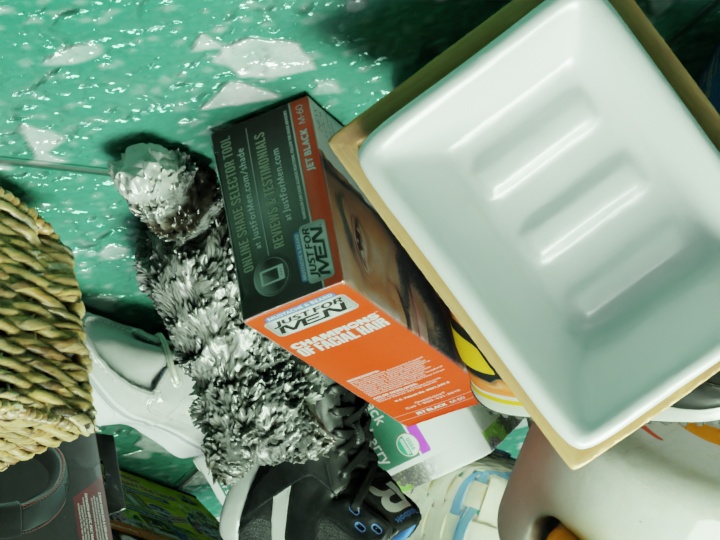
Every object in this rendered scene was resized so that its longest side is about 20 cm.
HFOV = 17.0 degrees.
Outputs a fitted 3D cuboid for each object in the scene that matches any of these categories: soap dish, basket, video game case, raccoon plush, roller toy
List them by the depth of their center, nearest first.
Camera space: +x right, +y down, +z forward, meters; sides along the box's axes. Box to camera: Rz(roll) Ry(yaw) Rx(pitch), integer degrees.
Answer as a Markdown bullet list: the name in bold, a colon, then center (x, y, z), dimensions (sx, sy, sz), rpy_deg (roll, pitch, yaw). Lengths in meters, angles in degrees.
- **soap dish**: center (0.106, -0.030, 1.156), dimensions (0.157, 0.200, 0.081), rpy_deg (-36, -176, 10)
- **basket**: center (-0.253, 0.028, 1.211), dimensions (0.149, 0.143, 0.200), rpy_deg (-25, 155, 29)
- **raccoon plush**: center (-0.086, 0.033, 1.293), dimensions (0.097, 0.134, 0.200), rpy_deg (-21, 153, 24)
- **roller toy**: center (0.176, 0.134, 1.360), dimensions (0.182, 0.200, 0.140), rpy_deg (12, 118, -15)
- **video game case**: center (-0.123, 0.186, 1.569), dimensions (0.026, 0.181, 0.200), rpy_deg (-54, 143, 6)
- **basket**: center (0.059, 0.196, 1.575), dimensions (0.139, 0.177, 0.200), rpy_deg (20, 175, -28)

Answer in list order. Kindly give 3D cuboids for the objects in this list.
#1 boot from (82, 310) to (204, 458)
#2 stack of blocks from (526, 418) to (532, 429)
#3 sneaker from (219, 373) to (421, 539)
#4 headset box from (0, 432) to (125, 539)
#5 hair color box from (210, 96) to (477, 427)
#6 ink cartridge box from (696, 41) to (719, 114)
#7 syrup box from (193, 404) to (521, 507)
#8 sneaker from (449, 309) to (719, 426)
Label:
- **boot**: center (-0.107, 0.051, 1.419), dimensions (0.095, 0.074, 0.200), rpy_deg (-27, 157, 13)
- **stack of blocks**: center (0.160, 0.030, 1.473), dimensions (0.115, 0.059, 0.200), rpy_deg (-9, 155, -5)
- **sneaker**: center (-0.004, 0.099, 1.411), dimensions (0.073, 0.112, 0.201), rpy_deg (-25, 138, -55)
- **headset box**: center (-0.235, 0.118, 1.397), dimensions (0.199, 0.149, 0.075), rpy_deg (3, 147, -25)
- **hair color box**: center (0.000, 0.000, 1.289), dimensions (0.064, 0.111, 0.200), rpy_deg (-21, 153, 20)
- **ink cartridge box**: center (0.220, -0.017, 1.277), dimensions (0.144, 0.084, 0.200), rpy_deg (19, 137, -7)
- **syrup box**: center (0.002, 0.099, 1.498), dimensions (0.200, 0.079, 0.081), rpy_deg (-28, -173, 34)
- **sneaker**: center (0.139, 0.026, 1.229), dimensions (0.199, 0.070, 0.090), rpy_deg (-5, 135, 23)
